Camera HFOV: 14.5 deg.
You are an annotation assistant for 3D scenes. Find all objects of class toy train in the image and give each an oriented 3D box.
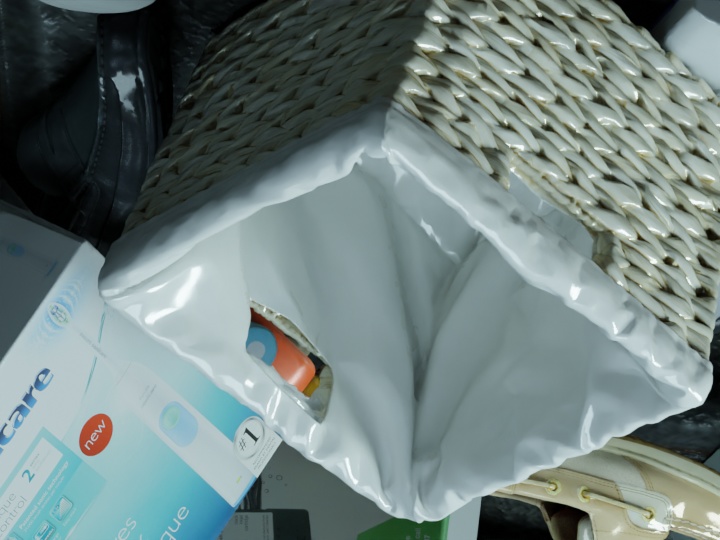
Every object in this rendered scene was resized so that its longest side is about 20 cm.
[{"bbox_3d":[-0.049,0.035,1.404,0.150,0.056,0.200,42,171,-20],"label":"toy train"}]

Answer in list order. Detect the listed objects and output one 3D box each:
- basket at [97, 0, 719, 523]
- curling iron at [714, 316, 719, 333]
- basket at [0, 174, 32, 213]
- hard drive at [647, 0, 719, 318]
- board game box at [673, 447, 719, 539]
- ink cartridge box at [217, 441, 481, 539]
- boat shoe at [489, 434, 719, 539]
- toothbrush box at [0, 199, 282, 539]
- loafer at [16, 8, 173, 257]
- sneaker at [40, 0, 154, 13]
[{"bbox_3d":[0.031,-0.024,1.222,0.198,0.161,0.200,38,138,-24],"label":"basket"},{"bbox_3d":[0.118,0.036,1.439,0.200,0.026,0.050,-10,145,25],"label":"curling iron"},{"bbox_3d":[-0.218,0.049,1.442,0.135,0.123,0.200,-6,145,21],"label":"basket"},{"bbox_3d":[0.159,-0.050,1.304,0.132,0.025,0.200,20,144,-17],"label":"hard drive"},{"bbox_3d":[0.289,0.140,1.526,0.200,0.064,0.148,17,146,-13],"label":"board game box"},{"bbox_3d":[-0.043,0.142,1.522,0.200,0.146,0.084,-1,146,13],"label":"ink cartridge box"},{"bbox_3d":[0.115,0.115,1.427,0.200,0.069,0.074,23,169,-15],"label":"boat shoe"},{"bbox_3d":[-0.146,0.078,1.344,0.085,0.146,0.200,23,163,39],"label":"toothbrush box"},{"bbox_3d":[-0.125,-0.055,1.317,0.070,0.068,0.201,5,151,-6],"label":"loafer"},{"bbox_3d":[-0.118,-0.174,1.134,0.100,0.075,0.200,-8,143,25],"label":"sneaker"}]
